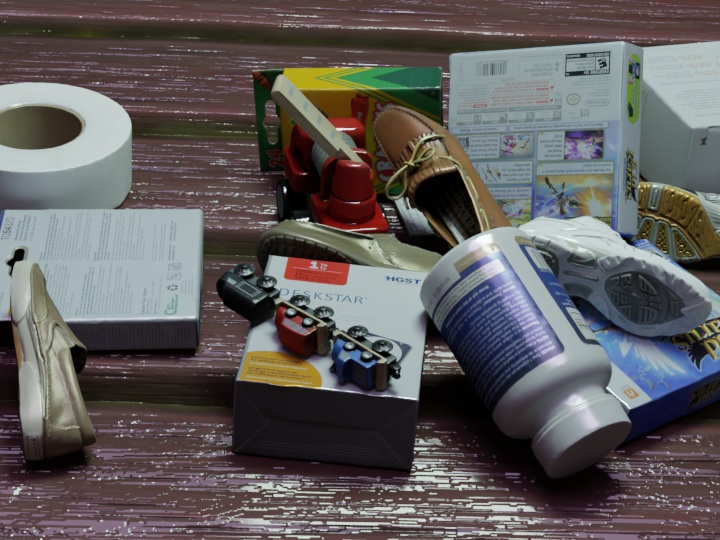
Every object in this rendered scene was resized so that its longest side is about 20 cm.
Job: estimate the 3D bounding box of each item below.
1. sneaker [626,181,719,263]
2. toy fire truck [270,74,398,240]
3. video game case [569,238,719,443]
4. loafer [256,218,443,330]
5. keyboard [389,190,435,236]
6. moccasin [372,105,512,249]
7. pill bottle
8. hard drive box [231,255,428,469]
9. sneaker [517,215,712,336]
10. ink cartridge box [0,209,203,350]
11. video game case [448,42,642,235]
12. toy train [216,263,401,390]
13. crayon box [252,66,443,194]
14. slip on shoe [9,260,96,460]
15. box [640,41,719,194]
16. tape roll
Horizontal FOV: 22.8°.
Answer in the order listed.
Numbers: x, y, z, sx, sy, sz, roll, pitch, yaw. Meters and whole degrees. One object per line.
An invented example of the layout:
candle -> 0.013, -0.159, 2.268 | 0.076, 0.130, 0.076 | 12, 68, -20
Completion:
sneaker -> 0.357, -0.045, 1.820 | 0.199, 0.076, 0.088 | 15, 17, 13
toy fire truck -> -0.035, -0.108, 1.735 | 0.128, 0.201, 0.176 | -4, 33, -13
video game case -> 0.249, 0.058, 1.627 | 0.199, 0.046, 0.181 | -19, 46, -34
loafer -> 0.000, 0.000, 1.668 | 0.199, 0.076, 0.068 | 20, 33, -6
keyboard -> 0.055, -0.089, 1.896 | 0.056, 0.011, 0.200 | -4, 33, -12
moccasin -> 0.072, -0.083, 1.737 | 0.078, 0.074, 0.202 | 11, 44, -56
pill bottle -> 0.143, 0.071, 1.513 | 0.111, 0.111, 0.200 | -16, 61, -29
hard drive box -> -0.021, 0.077, 1.560 | 0.155, 0.077, 0.200 | 6, 32, 2
sneaker -> 0.226, -0.008, 1.610 | 0.199, 0.078, 0.099 | 21, 33, 13
ink cartridge box -> -0.248, 0.007, 1.681 | 0.199, 0.043, 0.197 | -1, 33, -2
video game case -> 0.177, -0.124, 1.748 | 0.199, 0.182, 0.045 | 1, -3, 37
toy train -> -0.047, 0.047, 1.499 | 0.200, 0.034, 0.046 | 28, 43, 33
crayon box -> -0.013, -0.144, 1.856 | 0.199, 0.127, 0.051 | 0, 33, 5
slip on shoe -> -0.263, 0.073, 1.520 | 0.060, 0.076, 0.200 | -6, 45, -9
box -> 0.377, -0.160, 1.953 | 0.152, 0.107, 0.200 | -6, 33, -16
tape roll -> -0.337, -0.120, 1.846 | 0.201, 0.071, 0.203 | 3, 32, -2
